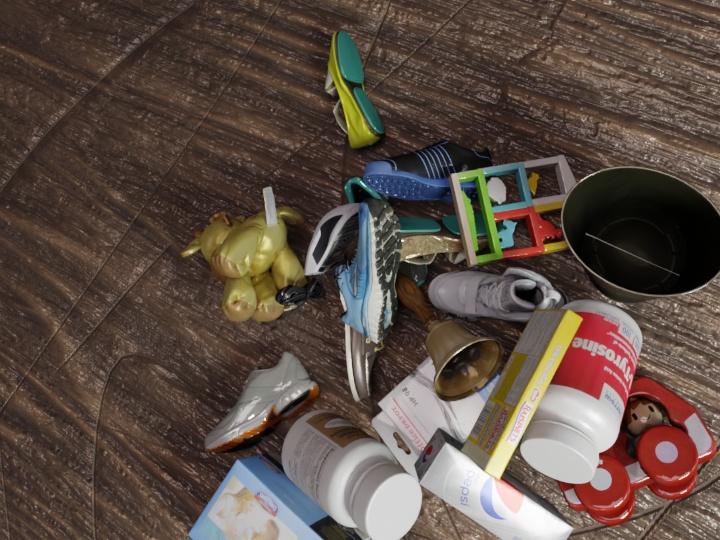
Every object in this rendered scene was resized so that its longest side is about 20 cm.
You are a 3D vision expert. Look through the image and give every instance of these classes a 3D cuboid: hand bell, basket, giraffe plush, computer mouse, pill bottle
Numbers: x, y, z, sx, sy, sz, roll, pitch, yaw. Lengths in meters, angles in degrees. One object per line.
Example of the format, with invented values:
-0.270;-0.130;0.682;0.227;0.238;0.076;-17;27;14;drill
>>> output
0.093;0.068;0.883;0.104;0.104;0.201;-44;46;7;hand bell
0.339;-0.027;0.805;0.179;0.200;0.138;26;90;22;basket
-0.192;-0.028;1.026;0.161;0.171;0.204;5;92;41;giraffe plush
-0.055;-0.028;0.953;0.044;0.109;0.201;43;119;18;computer mouse
0.262;0.143;0.786;0.111;0.113;0.201;18;54;21;pill bottle
-0.013;0.272;0.872;0.199;0.113;0.116;17;85;54;pill bottle

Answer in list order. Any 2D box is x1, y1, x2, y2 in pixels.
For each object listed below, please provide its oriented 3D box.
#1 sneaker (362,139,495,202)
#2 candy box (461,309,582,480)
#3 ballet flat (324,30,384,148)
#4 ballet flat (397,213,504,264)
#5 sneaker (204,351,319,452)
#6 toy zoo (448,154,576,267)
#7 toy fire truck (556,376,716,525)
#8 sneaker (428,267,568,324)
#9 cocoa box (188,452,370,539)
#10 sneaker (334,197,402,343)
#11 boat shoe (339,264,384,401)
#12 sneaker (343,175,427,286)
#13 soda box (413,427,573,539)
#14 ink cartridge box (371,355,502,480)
0.101;-0.151;0.959;0.197;0.070;0.079;5;69;-10;sneaker
0.185;0.137;0.763;0.026;0.102;0.202;30;85;-6;candy box
-0.022;-0.288;1.055;0.067;0.066;0.203;-28;73;34;ballet flat
0.116;-0.042;0.940;0.197;0.066;0.071;-1;33;-15;ballet flat
-0.162;0.204;1.010;0.199;0.076;0.093;-33;64;2;sneaker
0.232;-0.086;0.910;0.197;0.020;0.133;-9;79;-6;toy zoo
0.324;0.211;0.825;0.198;0.112;0.170;-28;54;11;toy fire truck
0.181;0.030;0.894;0.197;0.115;0.076;7;82;20;sneaker
-0.113;0.375;0.922;0.199;0.131;0.134;35;92;21;cocoa box
0.000;0.000;0.877;0.089;0.078;0.203;15;116;24;sneaker
0.005;0.090;0.968;0.058;0.072;0.204;-5;85;1;boat shoe
0.028;-0.059;0.976;0.077;0.091;0.201;-35;71;10;sneaker
0.167;0.289;0.838;0.199;0.068;0.064;35;91;-2;soda box
0.109;0.193;0.915;0.200;0.067;0.116;-43;71;7;ink cartridge box
